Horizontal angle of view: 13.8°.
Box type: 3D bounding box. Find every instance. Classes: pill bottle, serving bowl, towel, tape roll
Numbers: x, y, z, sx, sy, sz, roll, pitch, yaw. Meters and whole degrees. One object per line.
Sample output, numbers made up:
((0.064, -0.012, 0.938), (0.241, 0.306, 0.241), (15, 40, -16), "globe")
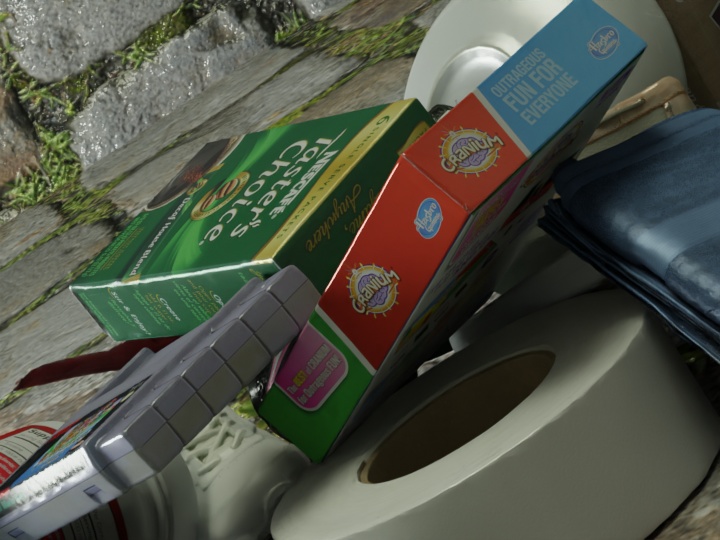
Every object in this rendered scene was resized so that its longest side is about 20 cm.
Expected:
((-0.183, 0.144, 1.532), (0.200, 0.112, 0.112), (-20, -1, -43), "pill bottle")
((0.088, -0.081, 1.659), (0.066, 0.201, 0.200), (3, -17, -41), "serving bowl")
((0.174, -0.006, 1.290), (0.112, 0.049, 0.200), (-23, 34, -20), "towel")
((0.060, 0.092, 1.338), (0.202, 0.071, 0.202), (-32, 12, 7), "tape roll")

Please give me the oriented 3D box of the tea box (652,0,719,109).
((0.181, -0.131, 1.780), (0.197, 0.134, 0.200), (-22, 16, 46), "tea box")

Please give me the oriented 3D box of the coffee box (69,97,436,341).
((-0.049, -0.023, 1.477), (0.123, 0.044, 0.200), (-48, 22, -26), "coffee box")

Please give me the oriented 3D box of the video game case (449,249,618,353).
((0.153, -0.017, 1.479), (0.182, 0.023, 0.200), (-25, -6, -22), "video game case")

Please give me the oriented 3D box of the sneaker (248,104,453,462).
((0.000, 0.000, 1.517), (0.086, 0.080, 0.200), (21, 78, 44), "sneaker")

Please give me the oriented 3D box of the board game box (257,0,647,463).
((0.041, -0.017, 1.360), (0.153, 0.040, 0.200), (-43, -12, -41), "board game box")

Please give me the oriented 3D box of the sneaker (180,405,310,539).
((-0.087, 0.102, 1.625), (0.078, 0.099, 0.200), (-38, 12, -17), "sneaker")

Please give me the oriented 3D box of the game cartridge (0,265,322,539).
((-0.107, 0.069, 1.403), (0.130, 0.038, 0.200), (-40, 5, -32), "game cartridge")

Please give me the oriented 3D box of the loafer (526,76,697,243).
((0.101, -0.051, 1.556), (0.200, 0.063, 0.072), (-15, 4, 40), "loafer")

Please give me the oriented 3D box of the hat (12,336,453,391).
((-0.047, 0.055, 1.638), (0.176, 0.200, 0.166), (-54, -6, -1), "hat")
